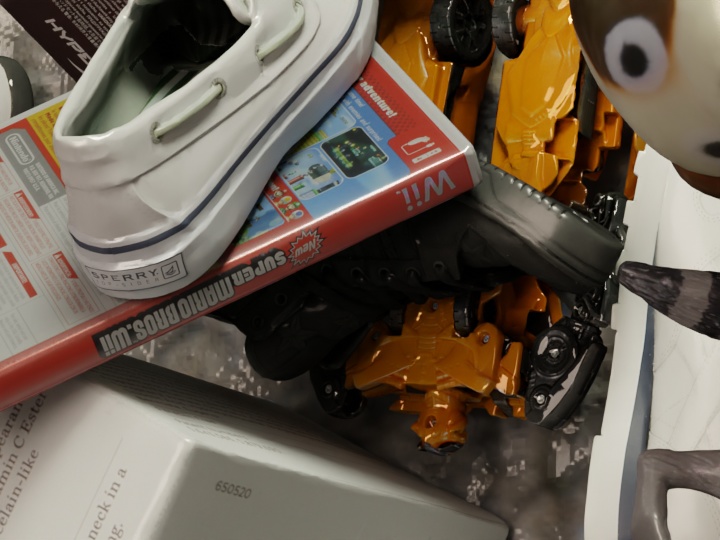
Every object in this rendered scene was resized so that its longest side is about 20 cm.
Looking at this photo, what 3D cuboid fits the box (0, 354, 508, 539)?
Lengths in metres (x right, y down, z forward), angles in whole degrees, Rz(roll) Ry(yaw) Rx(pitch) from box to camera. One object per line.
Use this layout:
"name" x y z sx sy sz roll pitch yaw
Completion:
"box" -0.082 0.139 1.021 0.130 0.200 0.200 26 94 37

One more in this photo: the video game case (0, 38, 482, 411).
"video game case" -0.076 -0.025 0.979 0.199 0.018 0.143 -26 35 -10

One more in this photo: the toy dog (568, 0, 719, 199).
"toy dog" 0.149 -0.110 0.826 0.200 0.140 0.194 -38 31 -6

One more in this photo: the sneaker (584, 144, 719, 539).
"sneaker" 0.130 0.022 0.986 0.080 0.076 0.201 2 83 25

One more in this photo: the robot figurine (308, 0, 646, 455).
"robot figurine" 0.049 -0.030 1.061 0.144 0.058 0.201 1 77 38

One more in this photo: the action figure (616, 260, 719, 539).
"action figure" 0.185 0.004 0.869 0.105 0.193 0.201 52 139 44

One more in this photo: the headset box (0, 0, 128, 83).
"headset box" -0.030 -0.166 1.114 0.199 0.075 0.149 -24 37 30

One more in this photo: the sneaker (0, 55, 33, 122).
"sneaker" -0.244 -0.045 1.254 0.201 0.108 0.068 -25 63 29

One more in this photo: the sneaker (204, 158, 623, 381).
"sneaker" -0.002 -0.001 1.016 0.199 0.060 0.105 28 91 43

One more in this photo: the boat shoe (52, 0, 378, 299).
"boat shoe" -0.045 -0.076 0.960 0.073 0.067 0.200 -3 38 20
